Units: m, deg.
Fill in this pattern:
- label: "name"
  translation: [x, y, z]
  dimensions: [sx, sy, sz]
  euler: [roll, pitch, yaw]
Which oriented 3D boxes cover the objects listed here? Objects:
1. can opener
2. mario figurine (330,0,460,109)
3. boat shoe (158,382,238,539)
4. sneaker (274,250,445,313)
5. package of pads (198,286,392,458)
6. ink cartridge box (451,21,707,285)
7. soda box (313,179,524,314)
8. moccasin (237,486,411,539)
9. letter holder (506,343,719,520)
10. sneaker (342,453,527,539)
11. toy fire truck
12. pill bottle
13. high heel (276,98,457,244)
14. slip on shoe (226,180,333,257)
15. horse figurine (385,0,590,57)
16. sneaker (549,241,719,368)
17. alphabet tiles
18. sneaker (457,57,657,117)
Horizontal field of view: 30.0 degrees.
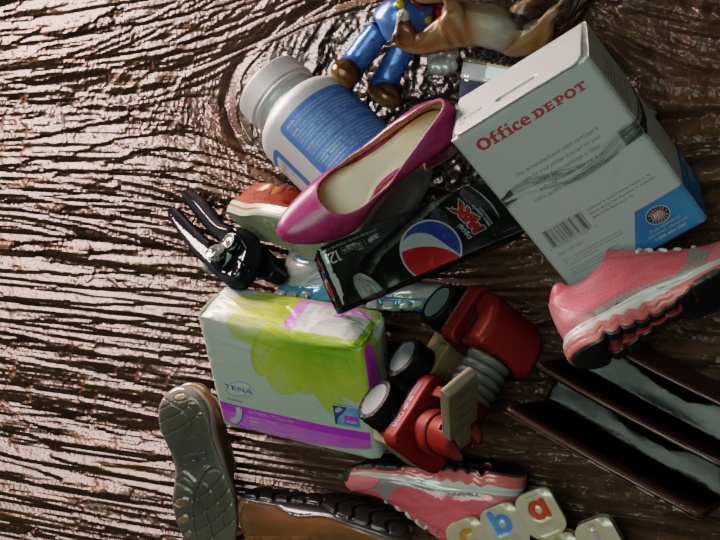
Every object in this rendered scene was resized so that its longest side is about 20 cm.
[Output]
- label: "can opener"
  translation: [-0.159, -0.032, 1.454]
  dimensions: [0.063, 0.079, 0.200]
  euler: [-49, 44, -6]
- label: "mario figurine"
  translation: [0.049, -0.263, 1.352]
  dimensions: [0.106, 0.123, 0.200]
  euler: [41, 111, 34]
- label: "boat shoe"
  translation: [-0.167, 0.217, 1.476]
  dimensions: [0.076, 0.072, 0.200]
  euler: [-4, 101, 14]
- label: "sneaker"
  translation: [0.000, 0.000, 1.397]
  dimensions: [0.200, 0.075, 0.087]
  euler: [5, 86, 26]
- label: "package of pads"
  translation: [-0.064, 0.102, 1.392]
  dimensions: [0.200, 0.068, 0.155]
  euler: [8, 125, 26]
- label: "ink cartridge box"
  translation: [0.200, -0.102, 1.231]
  dimensions: [0.145, 0.084, 0.200]
  euler: [-30, 115, 25]
- label: "soda box"
  translation: [0.058, -0.026, 1.315]
  dimensions: [0.200, 0.071, 0.063]
  euler: [-23, 84, -8]
- label: "moccasin"
  translation: [-0.040, 0.277, 1.410]
  dimensions: [0.201, 0.074, 0.078]
  euler: [1, 99, 24]
- label: "letter holder"
  translation: [0.252, 0.130, 1.228]
  dimensions: [0.200, 0.142, 0.101]
  euler: [28, 101, 24]
- label: "sneaker"
  translation: [0.070, 0.234, 1.356]
  dimensions: [0.200, 0.074, 0.087]
  euler: [1, 93, 27]
- label: "toy fire truck"
  translation: [0.097, 0.098, 1.240]
  dimensions: [0.176, 0.129, 0.200]
  euler: [-56, 22, -12]
- label: "pill bottle"
  translation: [-0.030, -0.131, 1.389]
  dimensions: [0.200, 0.112, 0.112]
  euler: [45, 108, 19]
- label: "high heel"
  translation: [0.005, -0.093, 1.259]
  dimensions: [0.200, 0.096, 0.067]
  euler: [-25, 69, -1]
- label: "slip on shoe"
  translation: [-0.078, -0.060, 1.395]
  dimensions: [0.061, 0.074, 0.200]
  euler: [-50, 25, -10]
- label: "horse figurine"
  translation: [0.135, -0.253, 1.303]
  dimensions: [0.050, 0.200, 0.133]
  euler: [-101, 18, -44]
- label: "sneaker"
  translation: [0.259, 0.006, 1.196]
  dimensions: [0.200, 0.074, 0.087]
  euler: [-26, 60, -1]
- label: "alphabet tiles"
  translation: [0.176, 0.312, 1.310]
  dimensions: [0.200, 0.015, 0.196]
  euler: [-27, 95, 24]
- label: "sneaker"
  translation: [0.183, -0.137, 1.308]
  dimensions: [0.200, 0.070, 0.109]
  euler: [16, 100, 24]
